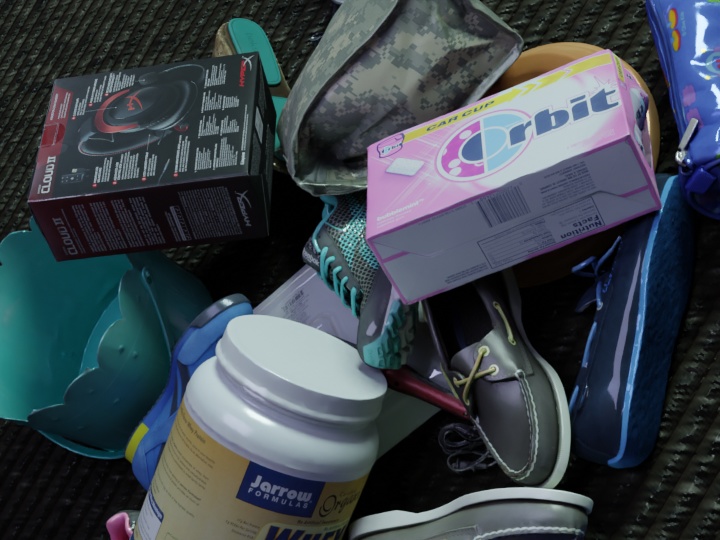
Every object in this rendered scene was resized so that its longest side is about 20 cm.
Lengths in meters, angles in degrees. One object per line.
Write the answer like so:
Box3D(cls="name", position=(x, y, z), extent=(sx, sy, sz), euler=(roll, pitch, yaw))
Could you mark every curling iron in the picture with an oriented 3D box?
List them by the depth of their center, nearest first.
Box3D(cls="curling iron", position=(0.022, 0.087, 1.055), extent=(0.199, 0.026, 0.050), euler=(31, 89, 25))

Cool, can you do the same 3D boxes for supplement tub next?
Box3D(cls="supplement tub", position=(-0.072, 0.147, 1.028), extent=(0.144, 0.144, 0.201), euler=(38, 112, 44))

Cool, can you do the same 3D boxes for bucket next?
Box3D(cls="bucket", position=(-0.231, 0.056, 1.243), extent=(0.206, 0.135, 0.208), euler=(-19, 57, 32))

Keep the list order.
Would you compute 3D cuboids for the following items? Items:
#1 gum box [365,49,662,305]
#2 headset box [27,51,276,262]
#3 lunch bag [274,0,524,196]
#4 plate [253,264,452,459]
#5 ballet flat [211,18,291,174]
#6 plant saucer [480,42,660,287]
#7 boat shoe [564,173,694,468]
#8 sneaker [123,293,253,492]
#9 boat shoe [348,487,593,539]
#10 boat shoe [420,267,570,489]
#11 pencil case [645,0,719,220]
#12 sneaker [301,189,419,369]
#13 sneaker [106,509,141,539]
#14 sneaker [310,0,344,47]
Box3D(cls="gum box", position=(0.105, -0.067, 0.983), extent=(0.199, 0.066, 0.114), euler=(-21, 35, 17))
Box3D(cls="headset box", position=(-0.174, -0.092, 1.166), extent=(0.199, 0.075, 0.149), euler=(-7, 47, 7))
Box3D(cls="lunch bag", position=(0.014, -0.145, 1.123), extent=(0.200, 0.117, 0.164), euler=(-48, 17, 8))
Box3D(cls="plate", position=(-0.028, 0.069, 1.141), extent=(0.199, 0.032, 0.201), euler=(-41, 49, 17))
Box3D(cls="ballet flat", position=(-0.090, -0.141, 1.287), extent=(0.065, 0.070, 0.201), euler=(-60, 36, 38))
Box3D(cls="plant saucer", position=(0.128, -0.086, 1.086), extent=(0.199, 0.037, 0.201), euler=(-19, 57, 32))
Box3D(cls="boat shoe", position=(0.171, 0.027, 0.962), extent=(0.068, 0.084, 0.201), euler=(5, 70, 38))
Box3D(cls="sneaker", position=(-0.122, 0.109, 1.153), extent=(0.078, 0.066, 0.201), euler=(46, 122, 27))
Box3D(cls="boat shoe", position=(0.071, 0.190, 0.971), extent=(0.201, 0.072, 0.061), euler=(-20, 53, 39))
Box3D(cls="boat shoe", position=(0.086, 0.063, 0.990), extent=(0.072, 0.060, 0.202), euler=(-49, 40, 31))
Box3D(cls="pencil case", position=(0.243, -0.130, 0.981), extent=(0.078, 0.086, 0.201), euler=(127, 146, -54))
Box3D(cls="sneaker", position=(0.000, 0.000, 1.081), extent=(0.091, 0.078, 0.201), euler=(0, 38, 5))
Box3D(cls="sneaker", position=(-0.189, 0.279, 1.124), extent=(0.079, 0.095, 0.201), euler=(5, 76, 39))
Box3D(cls="sneaker", position=(-0.010, -0.259, 1.259), extent=(0.200, 0.078, 0.140), euler=(31, 89, 44))
